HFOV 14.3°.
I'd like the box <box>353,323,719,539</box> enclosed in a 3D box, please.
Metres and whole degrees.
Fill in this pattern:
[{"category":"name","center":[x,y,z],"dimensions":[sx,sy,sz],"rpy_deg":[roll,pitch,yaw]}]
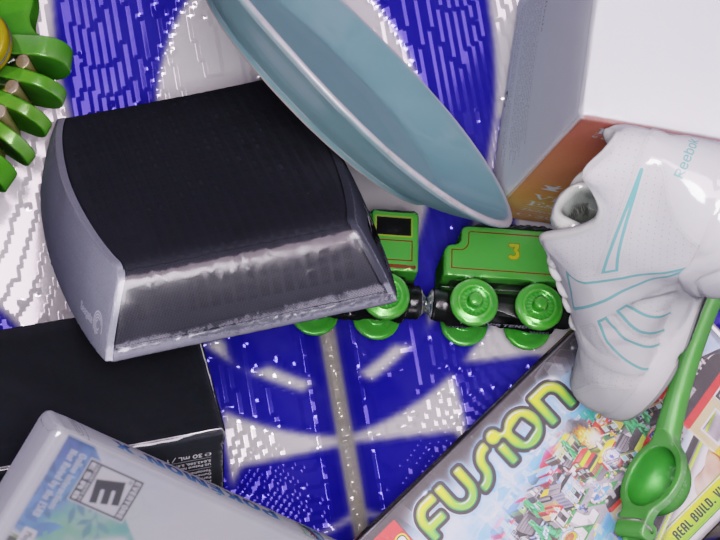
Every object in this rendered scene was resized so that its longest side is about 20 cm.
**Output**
[{"category":"box","center":[0.095,0.102,1.294],"dimensions":[0.200,0.035,0.110],"rpy_deg":[-44,88,-13]}]

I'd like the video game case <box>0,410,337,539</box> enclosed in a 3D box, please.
[{"category":"video game case","center":[-0.098,0.174,1.132],"dimensions":[0.182,0.022,0.201],"rpy_deg":[27,99,-31]}]

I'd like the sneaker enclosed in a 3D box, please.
[{"category":"sneaker","center":[0.113,-0.004,1.201],"dimensions":[0.080,0.201,0.071],"rpy_deg":[23,59,1]}]

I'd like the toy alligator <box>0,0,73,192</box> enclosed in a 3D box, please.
[{"category":"toy alligator","center":[-0.175,-0.046,1.261],"dimensions":[0.054,0.059,0.201],"rpy_deg":[23,76,15]}]

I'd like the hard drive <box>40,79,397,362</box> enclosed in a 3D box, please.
[{"category":"hard drive","center":[-0.067,-0.028,1.214],"dimensions":[0.134,0.200,0.043],"rpy_deg":[-11,114,-9]}]

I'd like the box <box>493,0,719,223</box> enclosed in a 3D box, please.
[{"category":"box","center":[0.151,-0.081,1.250],"dimensions":[0.151,0.200,0.107],"rpy_deg":[10,79,-6]}]

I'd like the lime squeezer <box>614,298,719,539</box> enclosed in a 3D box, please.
[{"category":"lime squeezer","center":[0.144,0.108,1.259],"dimensions":[0.070,0.038,0.201],"rpy_deg":[-7,92,-18]}]

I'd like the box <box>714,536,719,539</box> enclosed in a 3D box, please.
[{"category":"box","center":[0.207,0.237,1.155],"dimensions":[0.197,0.123,0.201],"rpy_deg":[25,81,-7]}]

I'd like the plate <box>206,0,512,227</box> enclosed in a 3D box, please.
[{"category":"plate","center":[-0.012,-0.085,1.241],"dimensions":[0.026,0.200,0.200],"rpy_deg":[-44,88,13]}]

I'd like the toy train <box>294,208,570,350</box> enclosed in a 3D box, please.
[{"category":"toy train","center":[0.000,0.000,1.297],"dimensions":[0.199,0.042,0.057],"rpy_deg":[5,70,-7]}]

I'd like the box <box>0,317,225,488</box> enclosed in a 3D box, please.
[{"category":"box","center":[-0.159,0.098,1.197],"dimensions":[0.199,0.142,0.079],"rpy_deg":[-9,48,-10]}]
